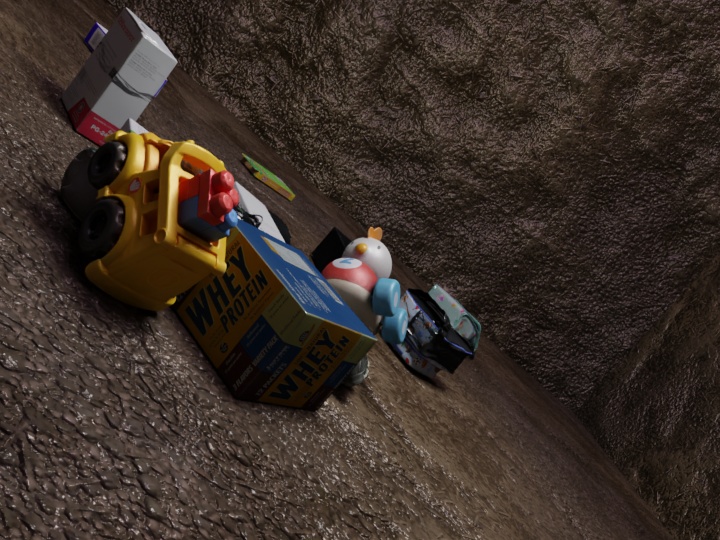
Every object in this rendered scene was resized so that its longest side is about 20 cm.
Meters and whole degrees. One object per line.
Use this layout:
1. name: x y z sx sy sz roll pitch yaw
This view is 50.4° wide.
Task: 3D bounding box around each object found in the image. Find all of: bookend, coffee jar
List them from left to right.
1. coffee jar: -0.305 -0.089 1.050 0.104 0.086 0.199 43 9 25
2. bookend: -0.007 0.019 1.876 0.199 0.092 0.199 40 10 -26

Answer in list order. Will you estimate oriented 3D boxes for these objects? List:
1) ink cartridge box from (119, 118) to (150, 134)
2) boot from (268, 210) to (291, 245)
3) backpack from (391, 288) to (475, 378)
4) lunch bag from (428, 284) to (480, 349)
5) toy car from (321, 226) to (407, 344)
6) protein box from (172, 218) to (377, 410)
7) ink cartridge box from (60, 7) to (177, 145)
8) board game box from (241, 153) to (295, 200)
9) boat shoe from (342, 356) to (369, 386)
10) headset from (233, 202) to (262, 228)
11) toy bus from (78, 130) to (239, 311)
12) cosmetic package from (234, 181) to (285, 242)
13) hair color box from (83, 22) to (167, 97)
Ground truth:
1. ink cartridge box: -0.316 -0.138 1.248 0.199 0.085 0.147 38 10 -30
2. boot: -0.195 -0.079 1.583 0.199 0.074 0.162 47 6 32
3. backpack: 0.150 0.144 1.785 0.200 0.153 0.192 41 14 -52
4. lunch bag: 0.295 0.165 2.467 0.170 0.122 0.200 46 1 42
5. toy car: 0.000 0.000 1.340 0.179 0.204 0.178 7 -31 18
6. protein box: -0.117 0.059 1.016 0.199 0.135 0.199 47 10 29
7. ink cartridge box: -0.420 -0.332 1.332 0.083 0.201 0.146 32 12 -43
8. board game box: -0.284 -0.284 2.325 0.096 0.030 0.199 48 7 37
9. boat shoe: -0.020 0.155 1.266 0.200 0.069 0.065 28 46 -89
10. headset: -0.206 -0.051 1.088 0.094 0.125 0.199 40 30 8
11. toy bus: -0.213 -0.082 0.884 0.135 0.189 0.205 31 46 -48
12. cosmetic package: -0.198 -0.050 1.276 0.081 0.113 0.201 37 12 -31
13. hair color box: -0.609 -0.545 1.992 0.109 0.065 0.199 47 11 35
